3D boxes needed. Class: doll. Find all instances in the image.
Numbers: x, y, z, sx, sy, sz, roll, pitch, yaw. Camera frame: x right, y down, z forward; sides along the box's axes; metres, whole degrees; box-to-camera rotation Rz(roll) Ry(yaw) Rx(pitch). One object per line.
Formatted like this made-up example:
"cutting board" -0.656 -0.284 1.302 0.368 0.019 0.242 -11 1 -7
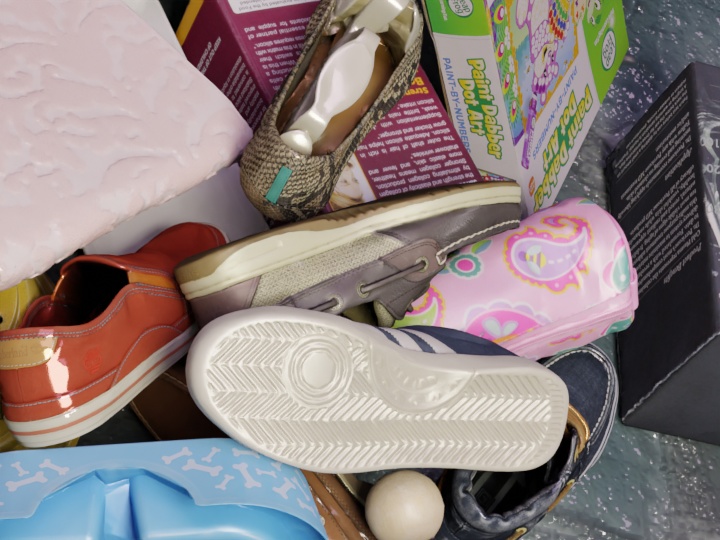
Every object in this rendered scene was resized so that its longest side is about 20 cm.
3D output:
"doll" 0.042 0.195 0.909 0.136 0.048 0.201 12 64 -67

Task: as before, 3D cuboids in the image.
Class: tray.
"tray" -0.131 -0.069 1.064 0.107 0.022 0.201 -17 68 -25

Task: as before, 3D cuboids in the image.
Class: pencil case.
"pencil case" 0.055 0.032 1.022 0.199 0.088 0.088 -24 71 -18

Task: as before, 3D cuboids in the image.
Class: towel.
"towel" -0.180 -0.091 0.969 0.191 0.032 0.200 43 44 12

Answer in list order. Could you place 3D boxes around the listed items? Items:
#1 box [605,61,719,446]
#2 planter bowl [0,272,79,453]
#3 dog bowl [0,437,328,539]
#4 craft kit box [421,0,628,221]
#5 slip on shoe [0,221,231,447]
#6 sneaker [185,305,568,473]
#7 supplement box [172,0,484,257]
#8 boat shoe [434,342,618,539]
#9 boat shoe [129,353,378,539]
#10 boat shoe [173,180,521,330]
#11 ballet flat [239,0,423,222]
"box" 0.266 0.003 1.145 0.199 0.124 0.198 13 57 -17
"planter bowl" -0.222 0.028 0.924 0.199 0.084 0.201 12 56 -18
"dog bowl" -0.112 0.129 0.880 0.199 0.112 0.050 -4 45 -5
"craft kit box" 0.104 -0.156 1.134 0.048 0.198 0.200 10 48 23
"slip on shoe" -0.119 0.016 0.931 0.200 0.074 0.061 -48 125 -57
"sneaker" 0.000 0.057 0.911 0.199 0.084 0.075 14 95 -27
"supplement box" -0.018 -0.078 1.086 0.110 0.086 0.201 -14 66 -31
"boat shoe" 0.100 0.093 1.027 0.071 0.091 0.200 40 51 4
"boat shoe" -0.050 0.113 0.956 0.200 0.072 0.068 39 50 3
"boat shoe" 0.000 0.000 0.958 0.200 0.072 0.066 -15 94 -31
"ballet flat" -0.004 -0.112 1.011 0.068 0.075 0.200 29 52 -3
